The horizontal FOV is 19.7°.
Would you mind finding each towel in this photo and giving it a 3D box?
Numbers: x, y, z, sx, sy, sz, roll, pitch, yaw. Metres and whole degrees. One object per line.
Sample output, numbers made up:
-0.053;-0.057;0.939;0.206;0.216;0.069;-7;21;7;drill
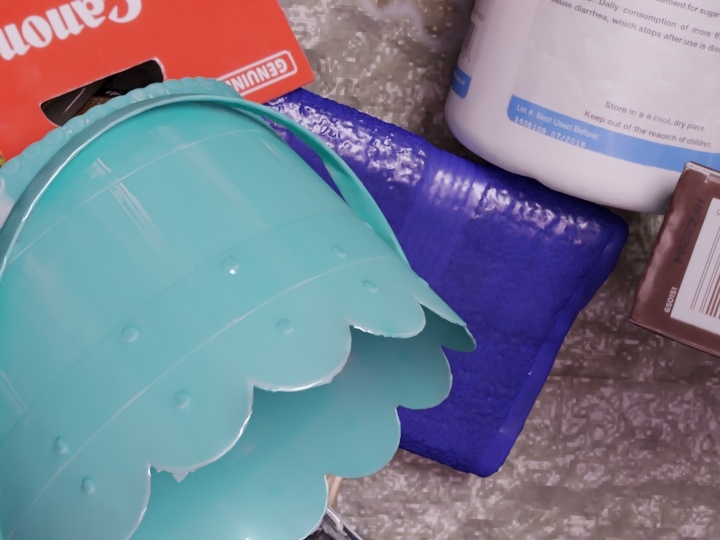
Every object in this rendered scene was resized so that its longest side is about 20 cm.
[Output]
0.000;0.000;0.917;0.199;0.050;0.148;20;116;-15;towel

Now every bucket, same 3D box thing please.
-0.073;0.035;0.777;0.207;0.207;0.135;-40;75;-4;bucket

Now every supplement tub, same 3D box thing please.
0.122;-0.136;0.885;0.132;0.132;0.201;14;106;-12;supplement tub

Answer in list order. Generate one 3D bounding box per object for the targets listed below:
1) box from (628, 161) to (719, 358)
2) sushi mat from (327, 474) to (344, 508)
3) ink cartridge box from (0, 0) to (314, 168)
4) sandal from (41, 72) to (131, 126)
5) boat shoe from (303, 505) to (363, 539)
0.199;0.015;0.890;0.100;0.200;0.075;21;91;25;box
-0.081;0.159;0.955;0.095;0.012;0.201;21;91;-11;sushi mat
-0.115;-0.125;0.779;0.200;0.044;0.174;-28;90;-38;ink cartridge box
-0.110;-0.068;0.888;0.200;0.082;0.055;-38;96;-3;sandal
-0.044;0.121;0.916;0.074;0.068;0.199;-44;101;-4;boat shoe
